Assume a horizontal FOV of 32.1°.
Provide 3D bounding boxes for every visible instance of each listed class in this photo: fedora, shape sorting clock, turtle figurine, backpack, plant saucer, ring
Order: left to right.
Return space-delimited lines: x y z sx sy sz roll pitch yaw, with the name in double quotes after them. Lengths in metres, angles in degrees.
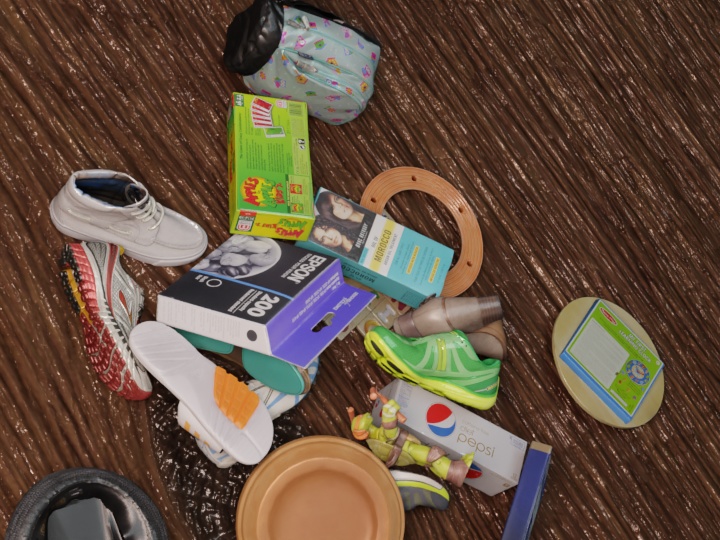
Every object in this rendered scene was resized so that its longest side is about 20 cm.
-0.294 0.313 1.311 0.199 0.092 0.202 12 63 -25 "fedora"
-0.074 -0.284 1.688 0.199 0.167 0.128 19 79 -24 "backpack"
-0.044 0.293 1.442 0.198 0.037 0.202 0 88 -7 "plant saucer"
0.052 0.206 1.481 0.160 0.200 0.065 24 67 4 "turtle figurine"
0.082 -0.051 1.732 0.199 0.019 0.202 12 62 -24 "ring"
0.355 0.132 1.797 0.198 0.039 0.202 13 61 -24 "shape sorting clock"

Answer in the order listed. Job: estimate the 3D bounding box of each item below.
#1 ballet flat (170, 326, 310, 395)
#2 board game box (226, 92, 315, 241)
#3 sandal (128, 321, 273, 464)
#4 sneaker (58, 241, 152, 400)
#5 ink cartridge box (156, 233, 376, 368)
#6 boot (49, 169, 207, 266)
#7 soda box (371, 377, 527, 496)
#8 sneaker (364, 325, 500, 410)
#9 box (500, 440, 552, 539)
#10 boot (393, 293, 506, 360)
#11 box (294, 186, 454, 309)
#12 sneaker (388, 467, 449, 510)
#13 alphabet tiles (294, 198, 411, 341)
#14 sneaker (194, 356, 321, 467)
-0.131 0.084 1.492 0.199 0.068 0.072 20 32 22 "ballet flat"
-0.117 -0.135 1.611 0.101 0.048 0.201 6 52 -15 "board game box"
-0.184 0.142 1.420 0.207 0.059 0.079 44 47 6 "sandal"
-0.278 0.053 1.450 0.082 0.078 0.202 -13 75 -34 "sneaker"
-0.107 0.029 1.483 0.198 0.044 0.198 16 31 19 "ink cartridge box"
-0.266 -0.064 1.499 0.198 0.096 0.074 12 63 -25 "boot"
0.112 0.214 1.603 0.199 0.068 0.064 30 56 -14 "soda box"
0.089 0.106 1.547 0.199 0.074 0.084 25 81 -27 "sneaker"
0.197 0.329 1.568 0.032 0.122 0.201 14 55 12 "box"
0.117 0.084 1.649 0.145 0.200 0.071 -14 61 3 "boot"
0.018 -0.027 1.642 0.199 0.049 0.083 25 62 -8 "box"
0.019 0.281 1.529 0.198 0.074 0.082 12 82 -25 "sneaker"
0.000 0.000 1.676 0.167 0.006 0.200 49 54 -2 "alphabet tiles"
-0.120 0.150 1.497 0.200 0.072 0.073 -44 106 -36 "sneaker"
